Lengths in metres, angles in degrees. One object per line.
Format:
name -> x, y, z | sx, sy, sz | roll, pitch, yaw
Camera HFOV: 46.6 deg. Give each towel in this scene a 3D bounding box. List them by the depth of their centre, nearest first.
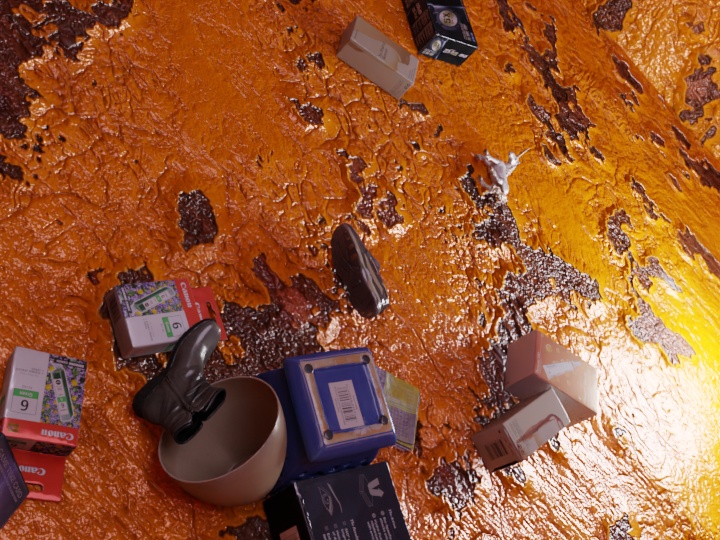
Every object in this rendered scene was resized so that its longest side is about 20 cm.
towel -> 0.032, 0.247, 1.606 | 0.199, 0.023, 0.145 | 33, 48, -19

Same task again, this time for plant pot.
plant pot -> -0.194, 0.284, 1.298 | 0.201, 0.198, 0.135 | -66, 144, -43
plant pot -> -0.062, 0.242, 1.405 | 0.198, 0.180, 0.202 | -3, 66, -35

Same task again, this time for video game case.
video game case -> -0.496, 0.318, 1.038 | 0.019, 0.144, 0.201 | 18, 47, 13

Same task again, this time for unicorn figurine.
unicorn figurine -> 0.361, -0.260, 2.183 | 0.137, 0.073, 0.203 | 29, 61, -34

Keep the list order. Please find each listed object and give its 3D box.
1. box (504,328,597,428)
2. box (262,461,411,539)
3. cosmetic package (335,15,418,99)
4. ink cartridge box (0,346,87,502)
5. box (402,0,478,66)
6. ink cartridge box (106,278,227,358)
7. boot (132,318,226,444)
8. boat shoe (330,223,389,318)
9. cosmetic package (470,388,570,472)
box -> 0.431, 0.245, 1.884 | 0.199, 0.097, 0.125 | 32, 47, -19
box -> -0.029, 0.438, 1.362 | 0.198, 0.117, 0.199 | -2, 64, -39
cosmetic package -> 0.044, -0.531, 2.085 | 0.199, 0.071, 0.106 | 30, 48, -22
ink cartridge box -> -0.460, 0.219, 1.195 | 0.108, 0.050, 0.202 | 17, 53, -31
box -> 0.220, -0.689, 2.325 | 0.162, 0.086, 0.202 | 6, 60, -36
ink cartridge box -> -0.313, 0.074, 1.400 | 0.198, 0.050, 0.110 | -7, 68, -41
boot -> -0.253, 0.175, 1.311 | 0.201, 0.129, 0.068 | -54, 141, -25
boat shoe -> 0.000, 0.000, 1.714 | 0.073, 0.074, 0.203 | -10, 78, -53
cosmetic package -> 0.337, 0.333, 1.747 | 0.199, 0.103, 0.088 | -22, 80, -44
